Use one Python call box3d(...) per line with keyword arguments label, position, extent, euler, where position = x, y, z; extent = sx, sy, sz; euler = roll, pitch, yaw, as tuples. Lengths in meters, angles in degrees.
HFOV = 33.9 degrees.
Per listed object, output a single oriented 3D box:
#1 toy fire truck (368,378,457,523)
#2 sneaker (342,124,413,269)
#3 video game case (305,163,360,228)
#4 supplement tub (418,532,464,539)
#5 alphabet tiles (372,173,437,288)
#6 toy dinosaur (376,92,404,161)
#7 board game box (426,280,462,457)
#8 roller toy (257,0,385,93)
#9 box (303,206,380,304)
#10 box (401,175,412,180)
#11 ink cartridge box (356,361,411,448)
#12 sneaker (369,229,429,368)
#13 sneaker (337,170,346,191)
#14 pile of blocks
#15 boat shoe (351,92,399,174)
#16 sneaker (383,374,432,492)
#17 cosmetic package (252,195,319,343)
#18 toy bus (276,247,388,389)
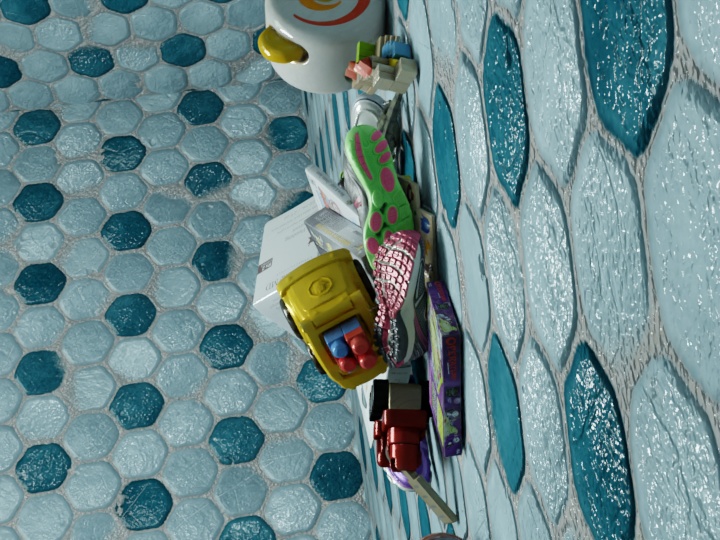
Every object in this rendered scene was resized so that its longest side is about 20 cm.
box3d(label="toy fire truck", position=(0.076, 0.272, 1.749), extent=(0.176, 0.127, 0.202), euler=(99, 172, -74))
box3d(label="sneaker", position=(0.022, -0.099, 1.600), extent=(0.084, 0.076, 0.202), euler=(-150, 49, -76))
box3d(label="video game case", position=(-0.012, -0.057, 1.931), extent=(0.182, 0.024, 0.201), euler=(44, 161, 41))
box3d(label="supplement tub", position=(0.104, 0.410, 1.565), extent=(0.200, 0.106, 0.108), euler=(92, 169, -65))
box3d(label="alphabet tiles", position=(0.057, -0.038, 1.638), extent=(0.167, 0.007, 0.202), euler=(32, 133, 53))
box3d(label="toy dinosaur", position=(0.042, -0.208, 1.701), extent=(0.088, 0.047, 0.202), euler=(-31, -47, -78))
box3d(label="board game box", position=(0.109, 0.129, 1.546), extent=(0.120, 0.032, 0.201), euler=(-109, 13, -55))
box3d(label="roller toy", position=(-0.055, -0.375, 1.785), extent=(0.140, 0.198, 0.184), euler=(91, 176, -55))
box3d(label="box", position=(0.000, 0.000, 1.874), extent=(0.200, 0.048, 0.159), euler=(34, 154, 54))
box3d(label="box", position=(0.062, -0.031, 1.719), extent=(0.075, 0.050, 0.202), euler=(-108, 13, -64))
box3d(label="ink cartridge box", position=(0.034, 0.163, 1.944), extent=(0.201, 0.043, 0.175), euler=(-105, 20, -54))
box3d(label="sneaker", position=(0.063, 0.032, 1.584), extent=(0.081, 0.074, 0.201), euler=(42, 139, 43))
box3d(label="sneaker", position=(0.002, -0.087, 2.126), extent=(0.072, 0.082, 0.202), euler=(-116, 14, -77))
box3d(label="pile of blocks", position=(0.020, -0.286, 1.609), extent=(0.200, 0.062, 0.083), euler=(-153, 74, -71))
box3d(label="boat shoe", position=(0.014, -0.165, 1.789), extent=(0.086, 0.074, 0.203), euler=(-61, -27, -45))
box3d(label="sneaker", position=(0.072, 0.258, 1.904), extent=(0.084, 0.080, 0.201), euler=(101, 162, -57))
box3d(label="cosmetic package", position=(-0.076, -0.002, 2.161), extent=(0.165, 0.164, 0.201), euler=(38, -141, -33))
box3d(label="toy bus", position=(-0.015, 0.100, 1.705), extent=(0.201, 0.135, 0.192), euler=(63, 178, -34))
